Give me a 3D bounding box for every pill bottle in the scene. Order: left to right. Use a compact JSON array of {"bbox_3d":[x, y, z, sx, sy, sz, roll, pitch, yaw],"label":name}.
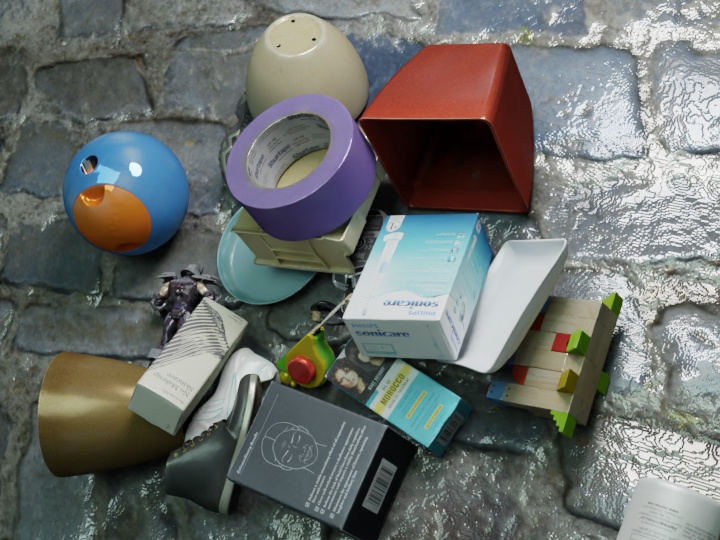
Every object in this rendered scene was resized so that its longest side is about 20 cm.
[{"bbox_3d":[0.337,0.347,1.301,0.114,0.114,0.200,15,74,32],"label":"pill bottle"}]

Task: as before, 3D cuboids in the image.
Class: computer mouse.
[{"bbox_3d":[0.000,0.000,1.685,0.110,0.044,0.200,2,59,32],"label":"computer mouse"}]

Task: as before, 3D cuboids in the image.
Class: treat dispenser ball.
[{"bbox_3d":[-0.378,-0.125,1.857,0.201,0.201,0.201,-12,61,22],"label":"treat dispenser ball"}]

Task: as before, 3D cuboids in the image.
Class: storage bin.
[{"bbox_3d":[-0.061,-0.108,1.705,0.198,0.094,0.200,6,61,32],"label":"storage bin"}]

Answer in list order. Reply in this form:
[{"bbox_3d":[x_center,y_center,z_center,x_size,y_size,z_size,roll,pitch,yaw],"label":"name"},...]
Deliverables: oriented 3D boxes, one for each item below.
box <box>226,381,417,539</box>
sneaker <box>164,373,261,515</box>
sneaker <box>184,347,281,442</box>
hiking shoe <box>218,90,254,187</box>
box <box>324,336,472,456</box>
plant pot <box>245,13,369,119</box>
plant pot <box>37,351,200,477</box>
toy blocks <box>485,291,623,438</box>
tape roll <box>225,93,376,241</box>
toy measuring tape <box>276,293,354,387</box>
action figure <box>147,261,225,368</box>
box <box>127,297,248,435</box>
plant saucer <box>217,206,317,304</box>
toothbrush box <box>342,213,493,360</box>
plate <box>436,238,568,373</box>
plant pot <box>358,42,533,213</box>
[{"bbox_3d":[-0.052,0.259,1.554,0.200,0.107,0.149,18,76,32],"label":"box"},{"bbox_3d":[-0.207,0.233,1.609,0.106,0.075,0.200,14,84,7],"label":"sneaker"},{"bbox_3d":[-0.188,0.212,1.673,0.080,0.070,0.200,21,77,31],"label":"sneaker"},{"bbox_3d":[-0.163,-0.212,1.863,0.101,0.076,0.200,-3,64,30],"label":"hiking shoe"},{"bbox_3d":[0.051,0.167,1.580,0.200,0.049,0.082,30,82,35],"label":"box"},{"bbox_3d":[-0.092,-0.324,1.809,0.200,0.135,0.201,-4,57,6],"label":"plant pot"},{"bbox_3d":[-0.347,0.214,1.702,0.200,0.186,0.187,-1,65,10],"label":"plant pot"},{"bbox_3d":[0.244,0.111,1.491,0.137,0.100,0.200,7,70,42],"label":"toy blocks"},{"bbox_3d":[-0.084,-0.146,1.626,0.200,0.085,0.200,-15,52,20],"label":"tape roll"},{"bbox_3d":[-0.049,0.111,1.627,0.200,0.074,0.074,-44,49,35],"label":"toy measuring tape"},{"bbox_3d":[-0.281,0.075,1.793,0.130,0.069,0.200,-4,61,34],"label":"action figure"},{"bbox_3d":[-0.245,0.135,1.653,0.082,0.068,0.200,30,44,1],"label":"box"},{"bbox_3d":[-0.131,-0.035,1.790,0.200,0.027,0.200,-12,61,22],"label":"plant saucer"},{"bbox_3d":[0.082,0.020,1.579,0.146,0.085,0.200,-1,46,27],"label":"toothbrush box"},{"bbox_3d":[0.191,0.049,1.520,0.200,0.032,0.200,-59,14,-8],"label":"plate"},{"bbox_3d":[0.146,-0.215,1.642,0.200,0.200,0.176,5,57,30],"label":"plant pot"}]
